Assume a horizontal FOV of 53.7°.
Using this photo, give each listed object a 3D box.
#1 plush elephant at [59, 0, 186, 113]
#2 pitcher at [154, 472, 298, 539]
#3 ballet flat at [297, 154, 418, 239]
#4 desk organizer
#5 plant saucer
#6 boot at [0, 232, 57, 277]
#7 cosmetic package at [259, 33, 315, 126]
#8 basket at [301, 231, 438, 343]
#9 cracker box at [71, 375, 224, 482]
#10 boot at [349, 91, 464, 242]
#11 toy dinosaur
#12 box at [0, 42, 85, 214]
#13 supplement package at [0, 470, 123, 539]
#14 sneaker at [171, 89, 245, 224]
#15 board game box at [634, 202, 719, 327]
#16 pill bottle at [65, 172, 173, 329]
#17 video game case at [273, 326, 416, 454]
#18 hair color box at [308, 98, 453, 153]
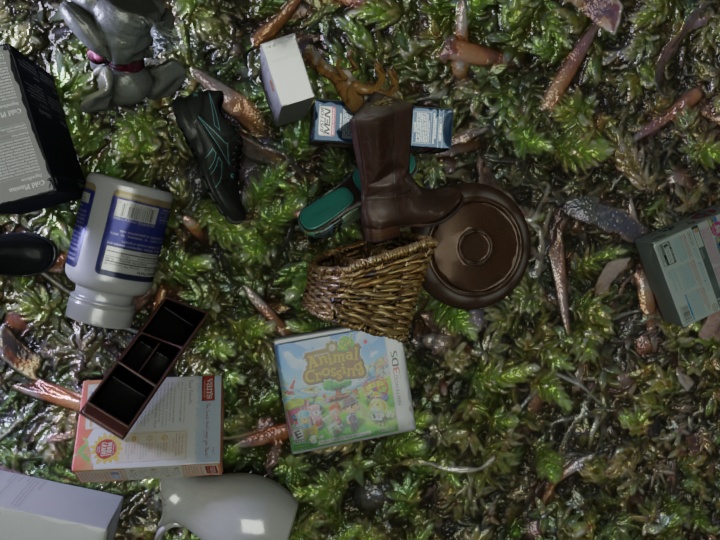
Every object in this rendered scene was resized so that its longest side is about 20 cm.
[{"bbox_3d":[-0.328,-0.300,0.975,0.200,0.164,0.155,46,128,22],"label":"plush elephant"},{"bbox_3d":[-0.204,0.377,1.057,0.199,0.121,0.172,15,107,2],"label":"pitcher"},{"bbox_3d":[-0.002,-0.110,1.066,0.200,0.074,0.074,-28,97,-1],"label":"ballet flat"},{"bbox_3d":[-0.297,0.127,0.991,0.072,0.077,0.200,35,59,-9],"label":"desk organizer"},{"bbox_3d":[0.176,-0.037,1.112,0.199,0.032,0.201,-1,93,-8],"label":"plant saucer"},{"bbox_3d":[-0.510,-0.016,0.934,0.164,0.200,0.066,2,94,-8],"label":"boot"},{"bbox_3d":[-0.104,-0.253,0.971,0.050,0.200,0.083,-21,96,-6],"label":"cosmetic package"},{"bbox_3d":[0.000,0.000,1.004,0.142,0.200,0.150,16,94,-13],"label":"basket"},{"bbox_3d":[-0.298,0.226,1.021,0.199,0.058,0.134,-1,56,-7],"label":"cracker box"},{"bbox_3d":[0.070,-0.155,0.980,0.186,0.064,0.201,-25,125,-30],"label":"boot"},{"bbox_3d":[0.003,-0.231,0.969,0.106,0.060,0.200,-30,103,27],"label":"toy dinosaur"},{"bbox_3d":[-0.451,-0.174,0.930,0.104,0.200,0.183,-17,96,-8],"label":"box"},{"bbox_3d":[-0.459,0.376,1.014,0.199,0.117,0.118,15,92,-8],"label":"supplement package"},{"bbox_3d":[-0.202,-0.165,1.029,0.079,0.075,0.201,-23,97,-8],"label":"sneaker"},{"bbox_3d":[0.568,-0.019,1.150,0.199,0.064,0.148,-23,98,-4],"label":"board game box"},{"bbox_3d":[-0.344,-0.026,0.997,0.119,0.120,0.201,15,92,-9],"label":"pill bottle"},{"bbox_3d":[-0.023,0.177,1.105,0.199,0.022,0.183,-9,95,-7],"label":"video game case"},{"bbox_3d":[0.027,-0.209,1.043,0.199,0.100,0.061,3,95,-7],"label":"hair color box"}]
